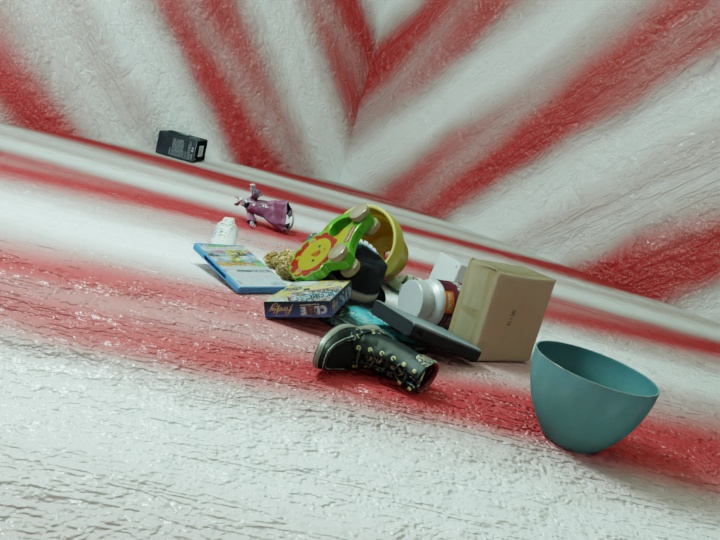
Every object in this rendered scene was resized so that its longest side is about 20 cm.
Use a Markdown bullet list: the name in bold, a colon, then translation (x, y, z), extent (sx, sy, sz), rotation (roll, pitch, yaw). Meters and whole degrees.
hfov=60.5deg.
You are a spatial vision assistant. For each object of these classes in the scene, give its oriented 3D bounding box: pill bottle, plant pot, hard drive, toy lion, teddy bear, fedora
- **pill bottle**: translation (0.194, 0.079, 1.444), extent (0.199, 0.115, 0.114), rotation (8, 15, -32)
- **plant pot**: translation (0.044, -0.061, 1.721), extent (0.200, 0.202, 0.189), rotation (23, -1, 29)
- **hard drive**: translation (0.133, 0.124, 1.250), extent (0.199, 0.033, 0.139), rotation (25, 2, -35)
- **toy lion**: translation (-0.071, -0.052, 1.416), extent (0.191, 0.201, 0.069), rotation (-6, -45, 41)
- **teddy bear**: translation (-0.155, -0.016, 1.535), extent (0.144, 0.067, 0.200), rotation (5, 16, -31)
- **plant pot**: translation (0.363, 0.217, 1.013), extent (0.198, 0.136, 0.200), rotation (16, 13, -4)
- **fedora**: translation (0.000, 0.000, 1.470), extent (0.200, 0.092, 0.201), rotation (30, 25, -16)

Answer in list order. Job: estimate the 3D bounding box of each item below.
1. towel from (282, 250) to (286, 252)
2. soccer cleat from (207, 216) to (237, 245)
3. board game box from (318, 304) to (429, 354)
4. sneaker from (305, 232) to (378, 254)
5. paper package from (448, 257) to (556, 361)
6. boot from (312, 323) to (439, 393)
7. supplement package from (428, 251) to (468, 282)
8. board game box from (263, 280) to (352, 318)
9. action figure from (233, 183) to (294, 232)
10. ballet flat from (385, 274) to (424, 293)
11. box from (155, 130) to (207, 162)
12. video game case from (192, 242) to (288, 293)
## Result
- **towel**: translation (-0.111, -0.009, 1.643), extent (0.199, 0.018, 0.086), rotation (20, -6, 22)
- **soccer cleat**: translation (-0.346, -0.087, 1.555), extent (0.069, 0.087, 0.200), rotation (13, 13, -13)
- **board game box**: translation (0.025, 0.121, 1.254), extent (0.199, 0.028, 0.135), rotation (26, 15, 38)
- **sneaker**: translation (-0.046, -0.038, 1.621), extent (0.198, 0.087, 0.075), rotation (15, 51, 9)
- **paper package**: translation (0.307, 0.088, 1.348), extent (0.189, 0.202, 0.103), rotation (7, 15, -33)
- **boot**: translation (0.030, 0.151, 1.035), extent (0.153, 0.074, 0.203), rotation (26, 15, 29)
- **supplement package**: translation (0.293, 0.047, 1.641), extent (0.199, 0.122, 0.120), rotation (18, 11, -26)
- **board game box**: translation (-0.102, 0.057, 1.267), extent (0.134, 0.035, 0.200), rotation (-2, 10, 12)
- **action figure**: translation (-0.314, -0.208, 2.008), extent (0.198, 0.135, 0.149), rotation (20, 12, 4)
- **ballet flat**: translation (0.139, 0.043, 1.651), extent (0.067, 0.063, 0.200), rotation (7, 15, -36)
- **box**: translation (-0.906, -0.633, 3.138), extent (0.198, 0.118, 0.197), rotation (15, 13, -2)
- **video game case**: translation (-0.270, -0.006, 1.393), extent (0.142, 0.018, 0.200), rotation (1, 29, -48)
